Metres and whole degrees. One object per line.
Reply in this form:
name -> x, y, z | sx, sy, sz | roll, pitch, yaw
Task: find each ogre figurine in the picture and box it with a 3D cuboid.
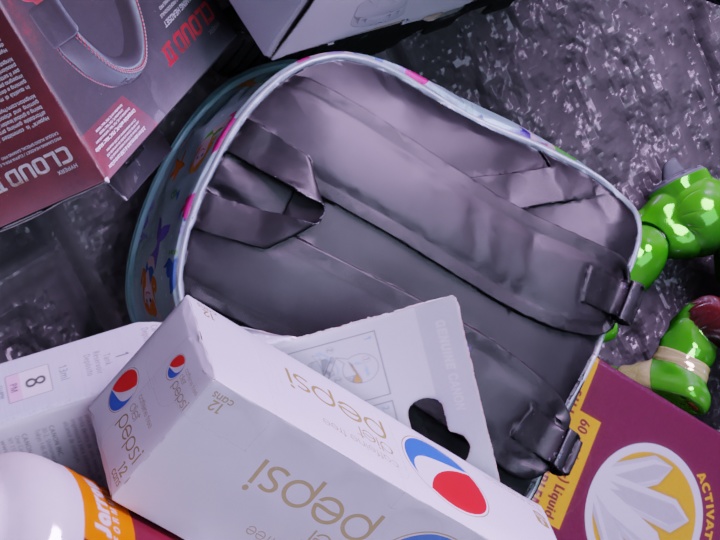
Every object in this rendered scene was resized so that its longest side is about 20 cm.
ogre figurine -> 0.196, 0.025, 1.446 | 0.199, 0.098, 0.120 | 18, 70, 16

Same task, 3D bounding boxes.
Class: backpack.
backpack -> 0.000, 0.000, 1.304 | 0.200, 0.150, 0.178 | 28, 82, -24

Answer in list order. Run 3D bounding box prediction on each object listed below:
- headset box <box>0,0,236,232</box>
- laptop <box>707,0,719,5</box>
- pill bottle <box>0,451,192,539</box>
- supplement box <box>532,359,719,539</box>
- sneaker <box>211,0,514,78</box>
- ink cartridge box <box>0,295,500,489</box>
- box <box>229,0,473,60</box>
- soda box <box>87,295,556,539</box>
headset box -> -0.142, -0.122, 1.235 | 0.200, 0.075, 0.149 | 60, 31, -15
laptop -> 0.101, -0.227, 1.226 | 0.199, 0.103, 0.178 | 17, 52, -19
pill bottle -> -0.114, 0.140, 1.157 | 0.200, 0.113, 0.113 | 31, 74, -32
supplement box -> 0.135, 0.129, 1.411 | 0.200, 0.086, 0.111 | 30, 74, -26
sneaker -> 0.004, -0.148, 1.366 | 0.200, 0.074, 0.089 | -22, 83, -31
ink cartridge box -> -0.047, 0.087, 1.250 | 0.199, 0.057, 0.163 | -19, 127, -5
box -> 0.007, -0.203, 1.291 | 0.200, 0.097, 0.177 | -19, 68, -38
soda box -> -0.009, 0.093, 1.193 | 0.200, 0.064, 0.068 | 32, 109, -30
